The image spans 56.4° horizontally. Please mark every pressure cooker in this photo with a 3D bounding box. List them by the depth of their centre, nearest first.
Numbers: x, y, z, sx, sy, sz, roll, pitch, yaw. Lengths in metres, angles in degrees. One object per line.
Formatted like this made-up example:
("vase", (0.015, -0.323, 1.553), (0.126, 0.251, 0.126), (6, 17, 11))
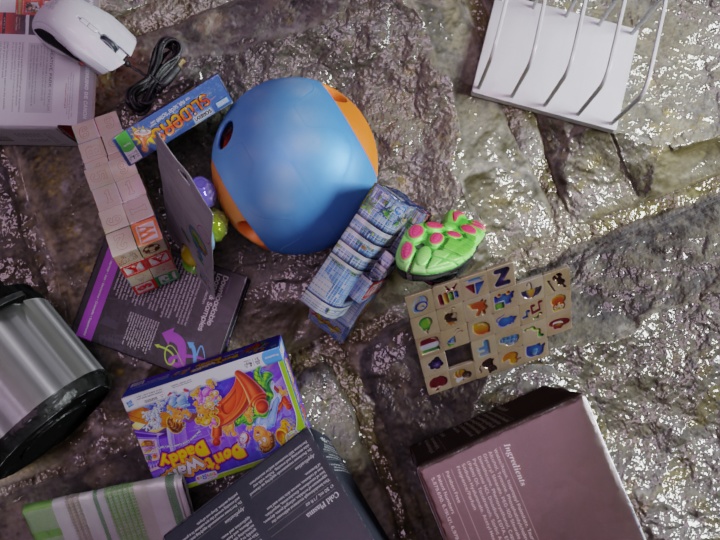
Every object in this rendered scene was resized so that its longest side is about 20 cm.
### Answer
("pressure cooker", (-0.420, 0.116, 0.789), (0.175, 0.179, 0.201), (-41, 87, -7))

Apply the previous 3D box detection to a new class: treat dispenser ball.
("treat dispenser ball", (-0.077, -0.121, 0.791), (0.195, 0.201, 0.207), (0, 84, 2))

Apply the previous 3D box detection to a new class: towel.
("towel", (-0.292, 0.325, 0.815), (0.195, 0.031, 0.153), (-10, 106, 2))

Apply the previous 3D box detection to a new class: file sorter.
("file sorter", (0.256, -0.283, 0.838), (0.195, 0.125, 0.142), (15, 84, 4))

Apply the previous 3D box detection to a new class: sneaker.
("sneaker", (0.096, -0.013, 0.785), (0.076, 0.199, 0.085), (28, 113, 20))

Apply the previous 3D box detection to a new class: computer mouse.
("computer mouse", (-0.312, -0.273, 0.802), (0.197, 0.044, 0.111), (29, 69, 5))

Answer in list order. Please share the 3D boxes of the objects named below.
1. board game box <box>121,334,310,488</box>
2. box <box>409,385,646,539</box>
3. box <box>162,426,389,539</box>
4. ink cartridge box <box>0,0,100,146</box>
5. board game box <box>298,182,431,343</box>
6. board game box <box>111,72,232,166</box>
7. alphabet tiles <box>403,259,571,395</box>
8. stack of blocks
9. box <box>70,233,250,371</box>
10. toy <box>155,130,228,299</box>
("board game box", (-0.170, 0.177, 0.819), (0.195, 0.045, 0.138), (-18, 104, 0))
("box", (0.175, 0.250, 0.762), (0.196, 0.166, 0.168), (-23, 83, 0))
("box", (-0.078, 0.311, 0.732), (0.198, 0.104, 0.184), (-35, 67, -3))
("ink cartridge box", (-0.413, -0.272, 0.875), (0.171, 0.084, 0.206), (1, 84, 0))
("board game box", (0.000, 0.000, 0.801), (0.061, 0.200, 0.202), (34, 100, 6))
("board game box", (-0.219, -0.188, 0.806), (0.134, 0.200, 0.035), (-32, 110, -1))
("alphabet tiles", (0.159, 0.063, 0.805), (0.195, 0.008, 0.170), (-18, 127, -1))
("stack of blocks", (-0.286, -0.089, 0.812), (0.057, 0.116, 0.203), (-21, 70, -13))
("box", (-0.255, 0.046, 0.862), (0.195, 0.036, 0.146), (19, 84, 5))
("toy", (-0.184, -0.061, 0.767), (0.047, 0.201, 0.116), (-30, 72, -27))
